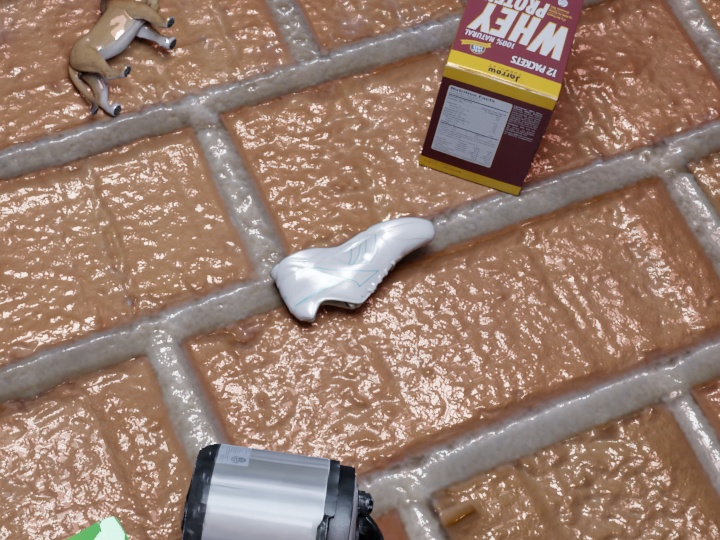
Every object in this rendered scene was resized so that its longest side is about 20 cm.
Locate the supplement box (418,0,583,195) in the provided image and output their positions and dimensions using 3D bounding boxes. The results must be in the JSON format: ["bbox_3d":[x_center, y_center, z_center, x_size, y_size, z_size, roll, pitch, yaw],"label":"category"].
[{"bbox_3d":[0.170,-0.240,1.683,0.132,0.200,0.199,18,60,2],"label":"supplement box"}]

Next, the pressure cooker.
[{"bbox_3d":[-0.073,0.266,1.378,0.198,0.179,0.177,7,54,-2],"label":"pressure cooker"}]

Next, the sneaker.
[{"bbox_3d":[0.000,0.000,1.609,0.199,0.071,0.081,-22,75,-12],"label":"sneaker"}]

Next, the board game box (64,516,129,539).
[{"bbox_3d":[-0.310,0.332,1.396,0.199,0.030,0.096,-28,69,-18],"label":"board game box"}]

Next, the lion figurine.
[{"bbox_3d":[-0.303,-0.283,1.716,0.122,0.073,0.200,31,65,18],"label":"lion figurine"}]
